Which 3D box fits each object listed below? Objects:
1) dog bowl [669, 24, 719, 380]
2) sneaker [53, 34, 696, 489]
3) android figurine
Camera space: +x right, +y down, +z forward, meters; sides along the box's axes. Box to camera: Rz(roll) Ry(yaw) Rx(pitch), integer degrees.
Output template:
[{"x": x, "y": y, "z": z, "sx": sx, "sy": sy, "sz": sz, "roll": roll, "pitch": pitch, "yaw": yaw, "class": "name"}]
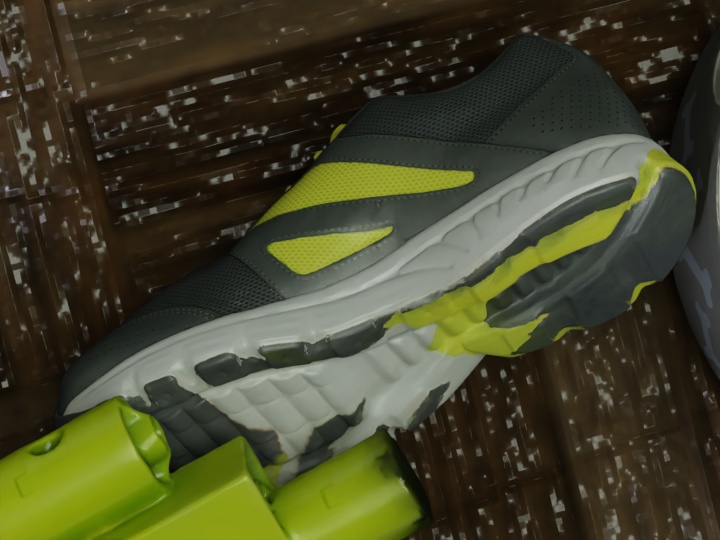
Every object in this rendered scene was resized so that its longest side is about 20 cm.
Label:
[{"x": 0.182, "y": -0.021, "z": 0.860, "sx": 0.199, "sy": 0.059, "sz": 0.201, "roll": 1, "pitch": 88, "yaw": -21, "class": "dog bowl"}, {"x": 0.000, "y": 0.000, "z": 0.836, "sx": 0.199, "sy": 0.085, "sz": 0.075, "roll": -24, "pitch": 138, "yaw": 5, "class": "sneaker"}, {"x": -0.057, "y": 0.129, "z": 0.810, "sx": 0.200, "sy": 0.041, "sz": 0.182, "roll": -30, "pitch": 108, "yaw": 6, "class": "android figurine"}]
